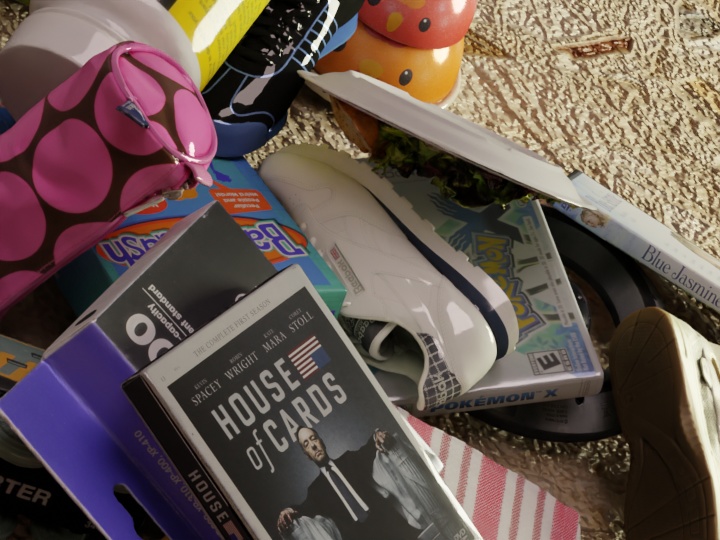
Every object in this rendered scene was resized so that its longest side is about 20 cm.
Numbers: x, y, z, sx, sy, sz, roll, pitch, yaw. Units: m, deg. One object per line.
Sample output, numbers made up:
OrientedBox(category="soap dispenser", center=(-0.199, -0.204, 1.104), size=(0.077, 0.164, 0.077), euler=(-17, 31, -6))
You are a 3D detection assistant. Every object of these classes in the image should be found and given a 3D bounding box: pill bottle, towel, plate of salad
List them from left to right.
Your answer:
OrientedBox(category="pill bottle", center=(-0.121, -0.160, 1.470), size=(0.114, 0.114, 0.201), euler=(33, 57, 1))
OrientedBox(category="towel", center=(0.038, 0.153, 1.411), size=(0.199, 0.030, 0.147), euler=(31, 39, -15))
OrientedBox(category="plate of salad", center=(0.048, -0.070, 1.515), size=(0.199, 0.048, 0.200), euler=(24, 5, -2))

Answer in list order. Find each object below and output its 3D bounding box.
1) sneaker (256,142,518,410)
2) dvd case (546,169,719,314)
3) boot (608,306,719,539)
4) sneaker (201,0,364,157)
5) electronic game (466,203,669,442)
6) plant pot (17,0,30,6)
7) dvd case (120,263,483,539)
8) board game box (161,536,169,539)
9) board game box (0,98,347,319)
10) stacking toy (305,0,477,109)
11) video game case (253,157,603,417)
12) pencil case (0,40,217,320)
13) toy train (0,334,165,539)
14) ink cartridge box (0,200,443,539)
OrientedBox(category="sneaker", center=(0.000, 0.000, 1.488), size=(0.080, 0.077, 0.200), euler=(-39, 60, -23))
OrientedBox(category="dvd case", center=(0.216, -0.004, 1.671), size=(0.199, 0.018, 0.143), euler=(33, 11, 5))
OrientedBox(category="boot", center=(0.229, 0.131, 1.545), size=(0.154, 0.072, 0.201), euler=(17, 58, -43))
OrientedBox(category="sneaker", center=(-0.052, -0.151, 1.565), size=(0.070, 0.078, 0.200), euler=(23, 43, 11))
OrientedBox(category="electronic game", center=(0.107, 0.028, 1.599), size=(0.198, 0.042, 0.201), euler=(12, 44, -12))
OrientedBox(category="plant pot", center=(-0.189, -0.280, 1.628), size=(0.199, 0.200, 0.194), euler=(4, 57, -31))
OrientedBox(category="dvd case", center=(-0.021, 0.108, 1.284), size=(0.201, 0.025, 0.150), euler=(56, 37, -2))
OrientedBox(category="board game box", center=(-0.088, 0.085, 1.420), size=(0.095, 0.030, 0.201), euler=(5, 43, -29))
OrientedBox(category="board game box", center=(-0.120, -0.029, 1.475), size=(0.151, 0.045, 0.200), euler=(-1, 37, -35))
OrientedBox(category="stacking toy", center=(0.036, -0.211, 1.680), size=(0.145, 0.201, 0.147), euler=(18, 40, -16))
OrientedBox(category="video game case", center=(0.036, 0.005, 1.547), size=(0.181, 0.022, 0.201), euler=(-6, 50, -13))
OrientedBox(category="pencil case", center=(-0.171, -0.035, 1.362), size=(0.094, 0.200, 0.091), euler=(58, 24, 11))
OrientedBox(category="toy train", center=(-0.188, 0.082, 1.315), size=(0.199, 0.085, 0.114), euler=(19, 32, -20))
OrientedBox(category="ink cartridge box", center=(-0.067, 0.086, 1.305), size=(0.198, 0.043, 0.200), euler=(50, 39, -7))
